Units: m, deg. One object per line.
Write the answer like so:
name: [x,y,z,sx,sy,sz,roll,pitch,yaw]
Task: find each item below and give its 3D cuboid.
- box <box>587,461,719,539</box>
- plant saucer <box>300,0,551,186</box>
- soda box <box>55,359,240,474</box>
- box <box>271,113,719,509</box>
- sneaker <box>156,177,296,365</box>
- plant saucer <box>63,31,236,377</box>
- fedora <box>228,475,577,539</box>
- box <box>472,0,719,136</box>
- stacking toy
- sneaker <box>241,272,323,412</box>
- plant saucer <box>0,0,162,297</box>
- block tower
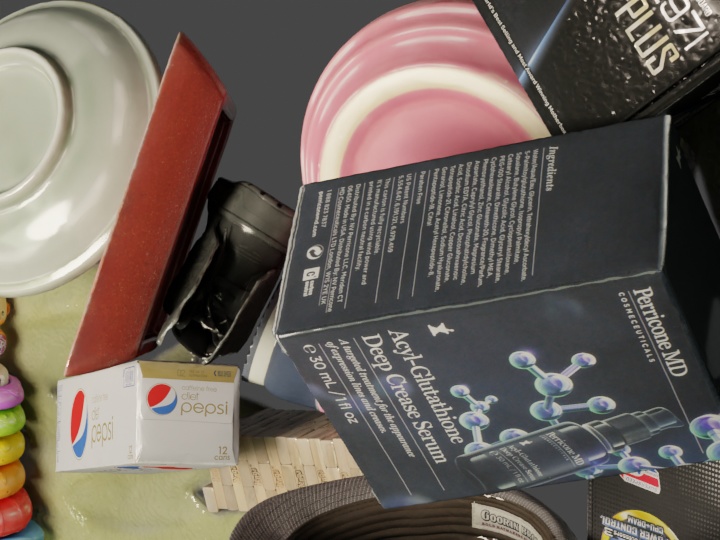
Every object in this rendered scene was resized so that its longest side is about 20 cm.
box: [0.211,0.125,1.240,0.200,0.044,0.161,18,117,39]
plant saucer: [0.055,-0.046,1.276,0.200,0.051,0.201,9,114,20]
soda box: [-0.138,0.095,1.493,0.200,0.068,0.064,165,107,-68]
box: [0.080,0.024,1.183,0.199,0.107,0.149,-11,135,21]
sneaker: [-0.080,0.003,1.369,0.060,0.104,0.200,30,177,-6]
plant saucer: [-0.116,-0.031,1.377,0.037,0.200,0.201,18,90,-1]
fedora: [0.027,0.192,1.310,0.177,0.199,0.091,-113,17,-59]
box: [0.131,-0.178,1.167,0.164,0.086,0.200,-37,80,45]
stacking toy: [-0.279,0.103,1.686,0.110,0.116,0.201,24,108,42]
sneaker: [0.000,0.000,1.396,0.082,0.070,0.200,27,123,2]
plant saucer: [-0.218,-0.084,1.498,0.200,0.050,0.201,-10,70,28]
block tower: [-0.016,0.119,1.453,0.200,0.054,0.058,-4,103,44]
